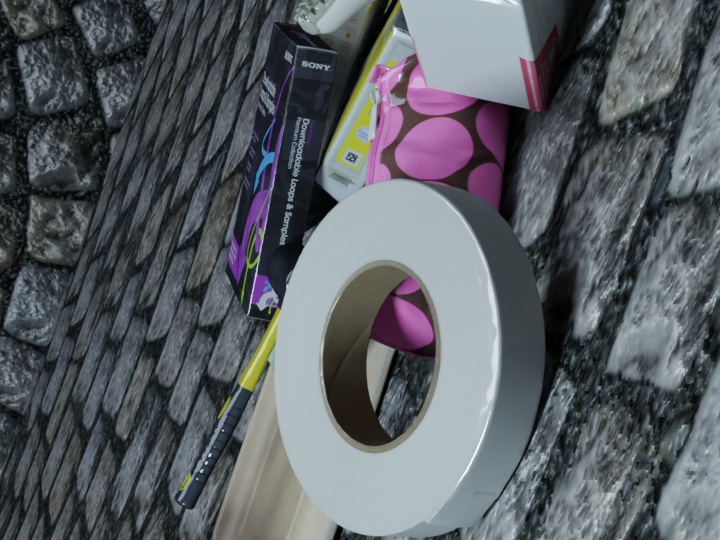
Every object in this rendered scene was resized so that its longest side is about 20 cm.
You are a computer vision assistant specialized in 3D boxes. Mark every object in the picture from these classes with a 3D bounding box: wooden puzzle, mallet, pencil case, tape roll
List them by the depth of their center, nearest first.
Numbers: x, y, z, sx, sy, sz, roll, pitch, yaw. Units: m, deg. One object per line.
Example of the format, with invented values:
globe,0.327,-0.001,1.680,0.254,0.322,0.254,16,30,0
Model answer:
tape roll,0.023,0.050,1.195,0.202,0.037,0.205,-12,74,50
pencil case,0.040,-0.044,1.326,0.091,0.093,0.201,124,160,-47
mallet,-0.074,0.076,1.470,0.201,0.041,0.066,-65,19,-4
wooden puzzle,-0.036,0.122,1.511,0.200,0.037,0.186,-11,59,68

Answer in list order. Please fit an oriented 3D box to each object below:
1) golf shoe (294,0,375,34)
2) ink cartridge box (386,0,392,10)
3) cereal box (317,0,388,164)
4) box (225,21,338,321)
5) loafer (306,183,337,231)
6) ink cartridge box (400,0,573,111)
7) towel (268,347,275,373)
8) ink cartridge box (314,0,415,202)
golf shoe,0.048,-0.213,1.435,0.200,0.097,0.078,-41,20,10
ink cartridge box,-0.003,-0.285,1.864,0.148,0.075,0.201,-93,28,-58
cereal box,-0.008,-0.189,1.677,0.144,0.039,0.201,-67,-3,-50
box,-0.060,-0.076,1.572,0.143,0.036,0.202,-128,49,-74
loafer,-0.051,-0.101,1.801,0.071,0.068,0.201,-53,23,22
ink cartridge box,0.092,-0.221,1.287,0.146,0.084,0.201,66,-141,-67
towel,0.000,0.000,1.476,0.201,0.023,0.153,-55,16,8
ink cartridge box,0.020,-0.142,1.576,0.201,0.047,0.198,-57,7,36
